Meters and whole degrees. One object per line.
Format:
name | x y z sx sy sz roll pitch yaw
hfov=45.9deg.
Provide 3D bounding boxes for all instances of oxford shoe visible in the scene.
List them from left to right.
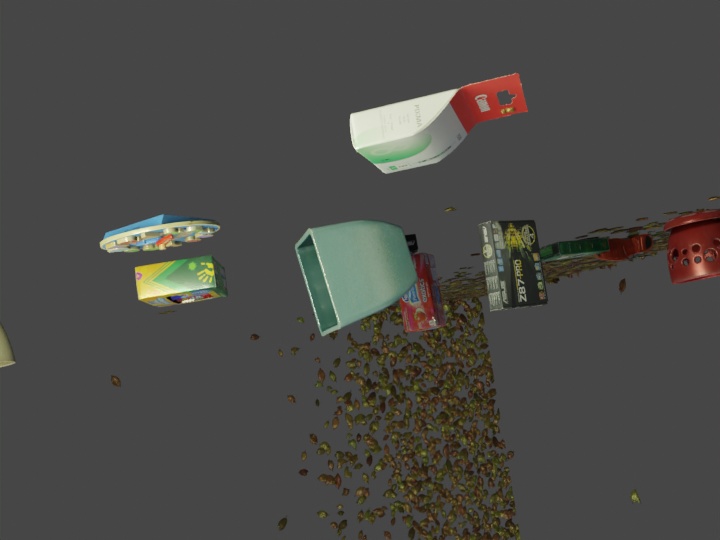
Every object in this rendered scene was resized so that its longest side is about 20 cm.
oxford shoe | 0.828 -0.069 2.710 0.196 0.073 0.072 -8 178 -11

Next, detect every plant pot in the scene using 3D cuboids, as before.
plant pot | 0.000 0.000 1.711 0.197 0.200 0.196 -17 175 -15
plant pot | 0.963 -0.069 2.399 0.196 0.186 0.200 -8 173 -1

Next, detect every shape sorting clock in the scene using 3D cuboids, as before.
shape sorting clock | -0.330 -0.054 1.408 0.196 0.040 0.200 -9 173 -1

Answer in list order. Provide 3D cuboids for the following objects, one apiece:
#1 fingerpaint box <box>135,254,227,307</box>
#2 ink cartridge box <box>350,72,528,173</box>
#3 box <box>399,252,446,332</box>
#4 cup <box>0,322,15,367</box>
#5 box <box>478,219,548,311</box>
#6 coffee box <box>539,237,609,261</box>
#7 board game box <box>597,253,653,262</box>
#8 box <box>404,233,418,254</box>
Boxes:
fingerpaint box | -0.385 0.028 1.855 0.163 0.075 0.200 -9 173 -3
ink cartridge box | 0.101 -0.170 1.018 0.196 0.051 0.161 -9 174 14
box | 0.162 0.061 2.317 0.094 0.204 0.099 -13 172 22
cup | -0.870 0.146 1.871 0.196 0.146 0.200 -9 172 -1
box | 0.354 -0.014 1.973 0.159 0.204 0.049 -3 173 -36
coffee box | 0.649 -0.064 2.608 0.196 0.045 0.123 -6 173 -25
board game box | 0.954 -0.062 3.075 0.197 0.040 0.157 -8 180 33
box | 0.021 -0.036 1.990 0.189 0.048 0.200 -10 173 -13
